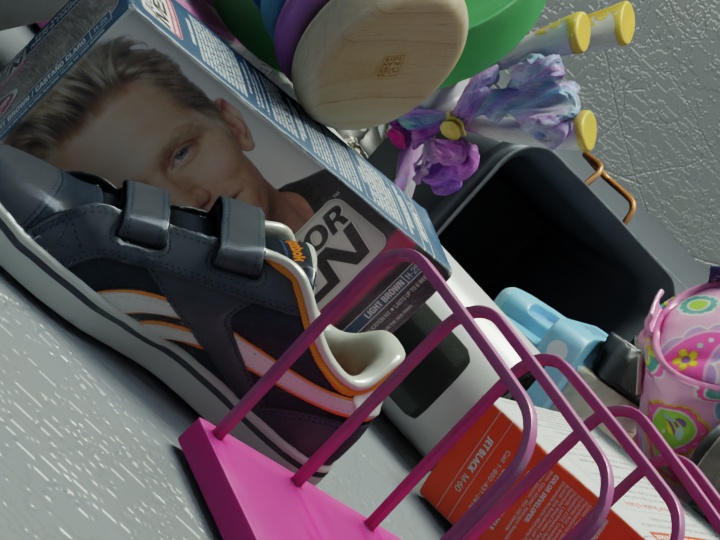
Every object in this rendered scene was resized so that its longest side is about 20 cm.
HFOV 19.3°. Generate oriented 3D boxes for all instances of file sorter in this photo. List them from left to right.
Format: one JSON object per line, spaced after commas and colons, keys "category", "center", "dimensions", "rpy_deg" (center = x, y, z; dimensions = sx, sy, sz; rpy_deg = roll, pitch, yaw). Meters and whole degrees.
{"category": "file sorter", "center": [0.058, 0.105, 0.805], "dimensions": [0.200, 0.125, 0.139], "rpy_deg": [36, 14, -39]}

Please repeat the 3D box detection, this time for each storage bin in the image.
{"category": "storage bin", "center": [0.093, -0.024, 1.367], "dimensions": [0.200, 0.146, 0.134], "rpy_deg": [41, 2, -40]}

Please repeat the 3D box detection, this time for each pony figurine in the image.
{"category": "pony figurine", "center": [0.042, -0.105, 1.229], "dimensions": [0.167, 0.199, 0.194], "rpy_deg": [66, 33, -37]}

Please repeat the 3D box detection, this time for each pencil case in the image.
{"category": "pencil case", "center": [0.180, 0.095, 1.129], "dimensions": [0.088, 0.087, 0.201], "rpy_deg": [54, -25, 39]}

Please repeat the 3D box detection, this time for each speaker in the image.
{"category": "speaker", "center": [0.000, 0.000, 1.084], "dimensions": [0.200, 0.081, 0.081], "rpy_deg": [48, 12, 12]}

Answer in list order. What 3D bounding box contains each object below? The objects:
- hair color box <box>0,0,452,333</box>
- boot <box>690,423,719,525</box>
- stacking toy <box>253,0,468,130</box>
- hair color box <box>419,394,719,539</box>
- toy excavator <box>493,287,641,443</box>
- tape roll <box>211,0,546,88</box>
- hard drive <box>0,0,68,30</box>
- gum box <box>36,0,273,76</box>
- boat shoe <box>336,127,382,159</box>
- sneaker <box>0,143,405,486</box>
{"category": "hair color box", "center": [-0.064, -0.034, 0.923], "dimensions": [0.200, 0.100, 0.061], "rpy_deg": [38, 16, -30]}
{"category": "boot", "center": [0.225, 0.170, 1.061], "dimensions": [0.131, 0.070, 0.201], "rpy_deg": [27, -46, 40]}
{"category": "stacking toy", "center": [-0.034, -0.158, 0.970], "dimensions": [0.085, 0.085, 0.200], "rpy_deg": [29, 23, -55]}
{"category": "hair color box", "center": [0.134, 0.146, 0.996], "dimensions": [0.200, 0.064, 0.111], "rpy_deg": [40, 13, 34]}
{"category": "toy excavator", "center": [0.073, 0.045, 1.201], "dimensions": [0.199, 0.100, 0.194], "rpy_deg": [35, 6, 18]}
{"category": "tape roll", "center": [0.010, -0.189, 1.170], "dimensions": [0.201, 0.200, 0.048], "rpy_deg": [50, -21, 24]}
{"category": "hard drive", "center": [-0.150, -0.136, 0.927], "dimensions": [0.200, 0.131, 0.026], "rpy_deg": [-9, 88, -76]}
{"category": "gum box", "center": [-0.120, -0.148, 1.207], "dimensions": [0.114, 0.066, 0.200], "rpy_deg": [50, 12, 15]}
{"category": "boat shoe", "center": [-0.022, -0.113, 1.450], "dimensions": [0.200, 0.060, 0.074], "rpy_deg": [47, 10, 6]}
{"category": "sneaker", "center": [-0.069, 0.000, 0.848], "dimensions": [0.200, 0.079, 0.079], "rpy_deg": [39, 13, -21]}
